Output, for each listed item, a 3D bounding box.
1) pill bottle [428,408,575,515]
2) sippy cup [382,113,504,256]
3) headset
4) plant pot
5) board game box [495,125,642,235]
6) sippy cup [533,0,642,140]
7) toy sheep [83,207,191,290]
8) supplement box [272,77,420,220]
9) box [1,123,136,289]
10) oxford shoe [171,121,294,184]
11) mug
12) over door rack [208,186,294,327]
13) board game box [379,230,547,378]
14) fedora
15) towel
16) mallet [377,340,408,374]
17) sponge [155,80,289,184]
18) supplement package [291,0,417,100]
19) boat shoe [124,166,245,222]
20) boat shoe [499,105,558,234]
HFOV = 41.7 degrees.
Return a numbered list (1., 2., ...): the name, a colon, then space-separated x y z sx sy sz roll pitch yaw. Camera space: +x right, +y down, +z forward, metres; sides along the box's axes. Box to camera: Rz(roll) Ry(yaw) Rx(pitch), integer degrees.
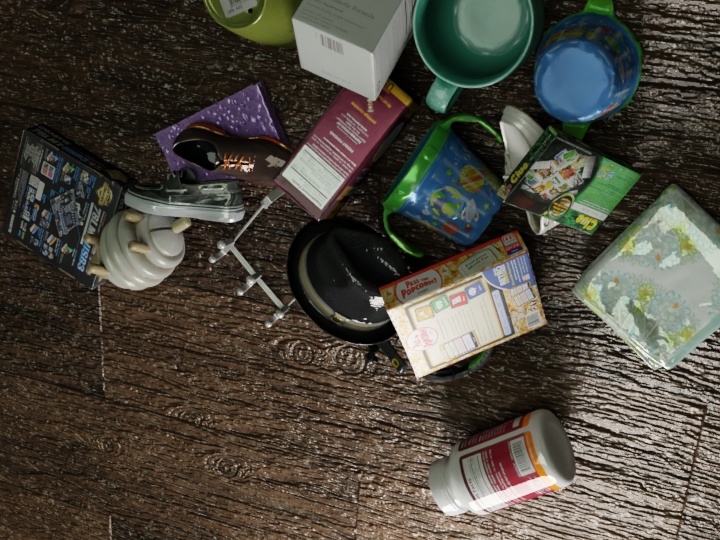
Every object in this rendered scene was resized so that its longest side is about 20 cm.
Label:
1. pill bottle: 0.203 0.286 1.377 0.198 0.113 0.114 -27 98 29
2. sippy cup: 0.118 -0.107 1.253 0.129 0.141 0.178 33 143 -5
3. headset: 0.100 0.101 1.387 0.197 0.094 0.125 -19 103 11
4. plant pot: -0.115 -0.368 1.212 0.184 0.200 0.190 7 112 19
5. board game box: 0.261 -0.107 1.166 0.105 0.198 0.024 -54 48 21
6. sippy cup: 0.267 -0.238 1.143 0.138 0.130 0.180 -22 100 27
7. toy sheep: -0.342 -0.037 1.469 0.198 0.138 0.140 -19 101 28
8. supplement box: -0.016 -0.171 1.266 0.085 0.110 0.201 40 101 4
9. box: -0.481 -0.103 1.548 0.197 0.050 0.202 29 117 9
10. oxford shoe: -0.174 -0.156 1.353 0.197 0.073 0.072 13 117 10
11. mug: 0.140 -0.306 1.180 0.183 0.114 0.153 -26 99 29
12. over door rack: -0.136 -0.012 1.408 0.148 0.067 0.200 49 134 -1
13. board game box: 0.141 0.049 1.270 0.197 0.047 0.153 -22 133 2
14. fedora: 0.000 0.000 1.306 0.201 0.200 0.092 49 147 -1
15. towel: 0.399 0.015 1.231 0.171 0.048 0.200 42 119 2
16. mallet: 0.002 0.077 1.380 0.066 0.041 0.201 -48 60 32
17. sponge: -0.205 -0.192 1.413 0.198 0.030 0.113 -20 102 26
18. supplement package: 0.014 -0.337 1.164 0.112 0.110 0.202 25 74 11
19. boat shoe: -0.261 -0.119 1.413 0.197 0.072 0.072 7 105 16
20. boat shoe: 0.213 -0.118 1.191 0.069 0.071 0.201 -41 131 -7
